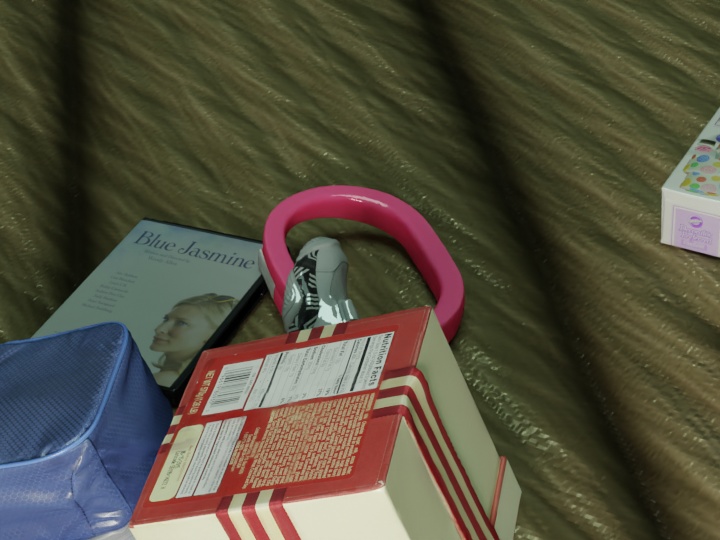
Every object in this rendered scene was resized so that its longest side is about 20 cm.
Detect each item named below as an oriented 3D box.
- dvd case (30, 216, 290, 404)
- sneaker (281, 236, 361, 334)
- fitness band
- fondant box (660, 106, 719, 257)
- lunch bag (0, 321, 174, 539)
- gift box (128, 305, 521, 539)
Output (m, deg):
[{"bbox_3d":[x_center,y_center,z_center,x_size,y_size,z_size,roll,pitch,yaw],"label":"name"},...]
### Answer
[{"bbox_3d":[-0.161,0.027,1.274,0.143,0.018,0.200,11,38,21],"label":"dvd case"},{"bbox_3d":[-0.001,0.068,1.130,0.115,0.075,0.200,5,58,6],"label":"sneaker"},{"bbox_3d":[0.000,0.000,1.263,0.144,0.037,0.200,-11,42,-17],"label":"fitness band"},{"bbox_3d":[0.354,-0.080,1.334,0.144,0.058,0.200,16,40,26],"label":"fondant box"},{"bbox_3d":[-0.199,0.129,1.006,0.200,0.132,0.136,-10,34,18],"label":"lunch bag"},{"bbox_3d":[-0.020,0.149,0.956,0.200,0.187,0.185,-10,33,27],"label":"gift box"}]
